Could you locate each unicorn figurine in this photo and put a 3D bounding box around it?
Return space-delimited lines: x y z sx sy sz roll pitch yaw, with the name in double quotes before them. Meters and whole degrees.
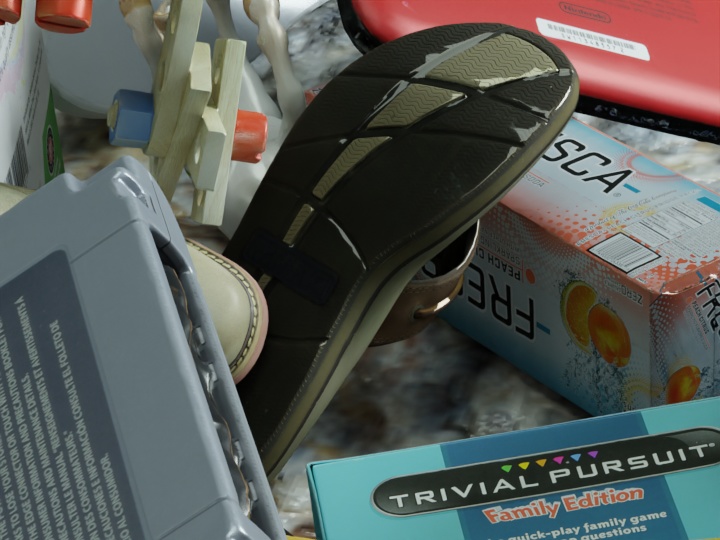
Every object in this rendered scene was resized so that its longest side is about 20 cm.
"unicorn figurine" -0.045 -0.037 1.027 0.074 0.138 0.200 -13 17 9

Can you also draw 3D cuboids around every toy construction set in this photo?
"toy construction set" -0.112 -0.083 0.887 0.200 0.131 0.092 12 -17 -28

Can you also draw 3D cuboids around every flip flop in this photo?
"flip flop" 0.000 0.000 0.950 0.081 0.058 0.200 34 88 35

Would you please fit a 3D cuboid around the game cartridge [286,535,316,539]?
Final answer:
"game cartridge" -0.019 0.161 0.702 0.176 0.032 0.200 8 55 12

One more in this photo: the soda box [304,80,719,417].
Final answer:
"soda box" 0.062 -0.013 1.002 0.064 0.068 0.200 -23 36 -29

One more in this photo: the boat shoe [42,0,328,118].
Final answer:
"boat shoe" -0.072 -0.120 1.211 0.200 0.071 0.070 -36 15 -32

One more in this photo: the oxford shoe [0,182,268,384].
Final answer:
"oxford shoe" -0.131 0.001 0.920 0.200 0.074 0.071 10 79 11

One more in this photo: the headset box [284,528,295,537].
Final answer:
"headset box" -0.134 0.117 0.825 0.200 0.077 0.149 -27 38 -28

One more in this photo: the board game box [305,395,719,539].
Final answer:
"board game box" 0.072 0.119 0.812 0.151 0.047 0.200 -9 32 -3

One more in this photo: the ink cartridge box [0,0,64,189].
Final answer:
"ink cartridge box" -0.169 -0.083 1.030 0.084 0.200 0.145 -4 32 3

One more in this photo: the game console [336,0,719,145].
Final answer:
"game console" 0.046 -0.096 1.088 0.200 0.119 0.172 10 47 -29

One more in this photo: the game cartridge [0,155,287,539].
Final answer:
"game cartridge" -0.092 0.064 0.744 0.133 0.042 0.200 -36 39 12
